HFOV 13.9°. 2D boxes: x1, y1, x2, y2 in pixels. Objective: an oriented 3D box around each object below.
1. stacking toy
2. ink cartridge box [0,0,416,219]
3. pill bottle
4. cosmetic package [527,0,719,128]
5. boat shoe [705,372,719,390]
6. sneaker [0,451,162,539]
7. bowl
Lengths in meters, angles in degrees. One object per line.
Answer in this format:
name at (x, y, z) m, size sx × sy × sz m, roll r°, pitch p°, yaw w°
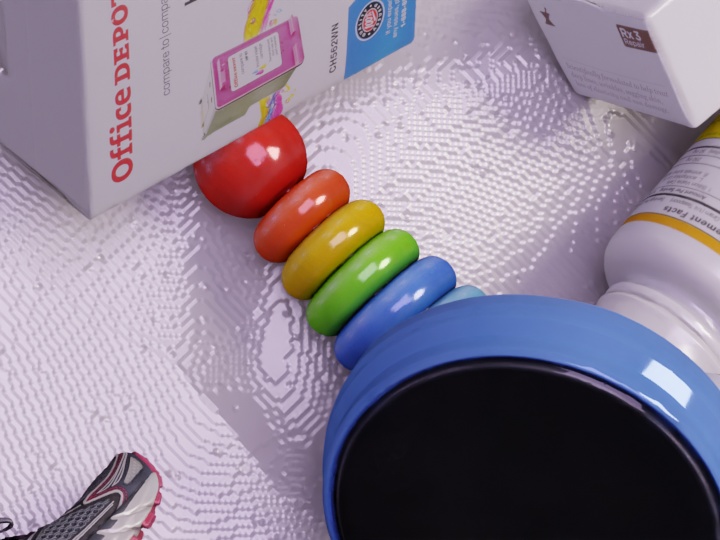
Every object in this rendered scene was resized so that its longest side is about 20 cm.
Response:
stacking toy at (0.000, 0.000, 1.384) m, size 0.085 × 0.085 × 0.200 m, roll -40°, pitch 85°, yaw -19°
ink cartridge box at (-0.073, -0.134, 1.335) m, size 0.200 × 0.145 × 0.085 m, roll -30°, pitch 53°, yaw -27°
pill bottle at (0.193, -0.016, 1.417) m, size 0.109 × 0.109 × 0.200 m, roll 43°, pitch 71°, yaw -1°
cosmetic package at (0.190, -0.160, 1.448) m, size 0.200 × 0.102 × 0.074 m, roll -40°, pitch 121°, yaw -18°
boat shoe at (0.183, 0.127, 1.377) m, size 0.062 × 0.072 × 0.200 m, roll -37°, pitch 125°, yaw -36°
sneaker at (-0.172, 0.141, 1.303) m, size 0.200 × 0.081 × 0.075 m, roll -36°, pitch 86°, yaw -19°
bowl at (0.078, 0.104, 1.320) m, size 0.201 × 0.201 × 0.039 m, roll 32°, pitch 35°, yaw -5°
